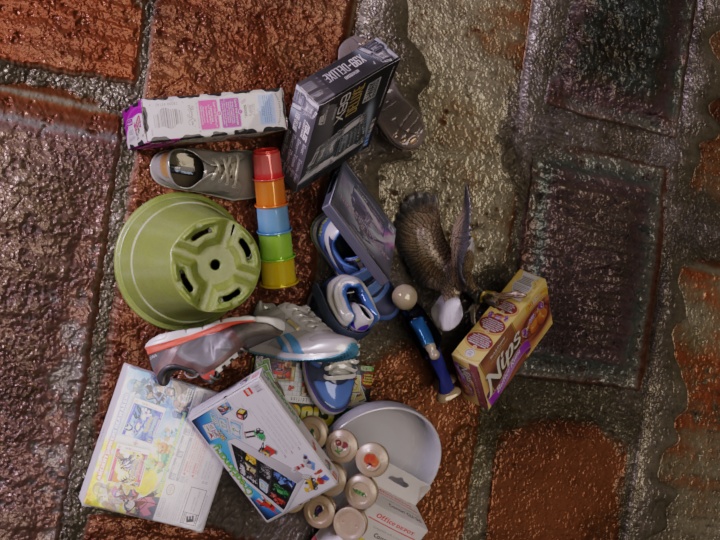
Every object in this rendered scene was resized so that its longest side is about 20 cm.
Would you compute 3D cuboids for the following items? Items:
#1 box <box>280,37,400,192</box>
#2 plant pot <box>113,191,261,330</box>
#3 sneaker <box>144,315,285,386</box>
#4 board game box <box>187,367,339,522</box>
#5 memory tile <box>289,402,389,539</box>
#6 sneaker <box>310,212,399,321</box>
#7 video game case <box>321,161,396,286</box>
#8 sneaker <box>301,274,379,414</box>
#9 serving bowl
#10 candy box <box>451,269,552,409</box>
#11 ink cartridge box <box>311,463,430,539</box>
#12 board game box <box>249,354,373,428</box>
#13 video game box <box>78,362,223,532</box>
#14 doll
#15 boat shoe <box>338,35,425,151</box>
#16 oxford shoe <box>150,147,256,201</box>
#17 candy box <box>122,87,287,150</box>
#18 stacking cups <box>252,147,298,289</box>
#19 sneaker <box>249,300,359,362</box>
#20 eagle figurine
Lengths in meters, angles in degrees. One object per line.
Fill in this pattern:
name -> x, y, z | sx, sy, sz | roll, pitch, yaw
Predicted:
box -> -0.036, -0.219, 1.381 | 0.157, 0.200, 0.050 | -36, 73, -30
plant pot -> -0.220, -0.011, 1.319 | 0.198, 0.190, 0.202 | -1, 91, -25
sneaker -> -0.197, 0.116, 1.349 | 0.198, 0.077, 0.083 | -14, 78, 4
board game box -> -0.136, 0.250, 1.370 | 0.126, 0.035, 0.201 | -30, 106, 13
memory tile -> -0.065, 0.294, 1.416 | 0.198, 0.017, 0.155 | 22, 97, 14
sneaker -> 0.000, 0.000, 1.477 | 0.074, 0.082, 0.201 | -44, 110, -18
video game case -> 0.002, -0.075, 1.427 | 0.019, 0.200, 0.143 | -32, 108, 17
sneaker -> -0.025, 0.107, 1.417 | 0.080, 0.146, 0.202 | 1, 79, -26
serving bowl -> 0.022, 0.281, 1.489 | 0.198, 0.066, 0.202 | -7, 116, -14
candy box -> 0.231, 0.109, 1.557 | 0.200, 0.056, 0.117 | -48, 141, -26
ink cartridge box -> 0.017, 0.396, 1.464 | 0.116, 0.068, 0.201 | 31, 102, -25
board game box -> -0.077, 0.189, 1.482 | 0.198, 0.023, 0.106 | 8, 91, -24
video game box -> -0.282, 0.254, 1.378 | 0.181, 0.047, 0.202 | 21, 83, -26
doll -> 0.103, 0.108, 1.508 | 0.048, 0.137, 0.201 | -23, 112, 4
boat shoe -> 0.027, -0.266, 1.489 | 0.075, 0.072, 0.201 | -29, 84, -5
oxford shoe -> -0.202, -0.142, 1.395 | 0.198, 0.058, 0.076 | 2, 87, -27
candy box -> -0.217, -0.209, 1.342 | 0.198, 0.136, 0.062 | -10, 97, -23
stacking cups -> -0.131, -0.077, 1.412 | 0.060, 0.060, 0.202 | -12, 105, -23
sneaker -> -0.086, 0.089, 1.382 | 0.076, 0.199, 0.082 | 12, 85, -52
eagle figurine -> 0.145, -0.024, 1.512 | 0.151, 0.151, 0.201 | -28, 116, 11
